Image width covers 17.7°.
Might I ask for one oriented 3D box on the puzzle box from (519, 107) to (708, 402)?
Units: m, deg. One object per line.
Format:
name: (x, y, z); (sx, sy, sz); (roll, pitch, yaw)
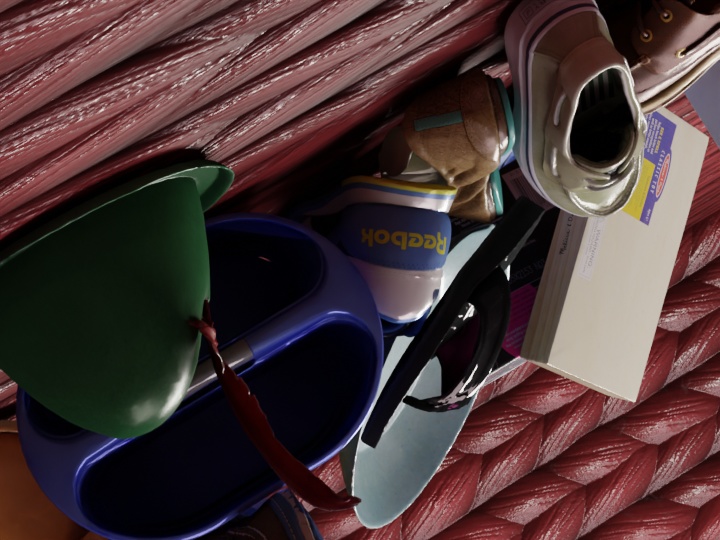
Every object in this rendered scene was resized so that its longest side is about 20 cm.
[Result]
puzzle box: (0.177, -0.019, 1.600); (0.025, 0.201, 0.133); (12, 173, 37)

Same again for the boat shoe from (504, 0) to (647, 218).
boat shoe: (0.118, -0.074, 1.232); (0.072, 0.062, 0.200); (-28, 150, 1)

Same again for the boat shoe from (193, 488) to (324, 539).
boat shoe: (-0.057, 0.164, 1.232); (0.072, 0.073, 0.200); (-29, -179, -13)

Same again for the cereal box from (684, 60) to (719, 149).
cereal box: (0.289, -0.109, 1.446); (0.144, 0.201, 0.039); (-35, 173, 20)

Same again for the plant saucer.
plant saucer: (0.030, 0.059, 1.427); (0.201, 0.039, 0.202); (-53, 156, -36)

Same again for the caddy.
caddy: (-0.085, 0.058, 1.216); (0.199, 0.142, 0.105); (-31, 178, -10)

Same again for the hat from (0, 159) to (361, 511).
hat: (-0.091, 0.063, 1.058); (0.165, 0.177, 0.200); (-33, 173, 11)

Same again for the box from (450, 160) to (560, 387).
box: (0.069, 0.015, 1.628); (0.200, 0.133, 0.115); (-25, 172, -47)

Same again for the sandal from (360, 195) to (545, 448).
sandal: (0.065, 0.032, 1.333); (0.201, 0.048, 0.075); (-52, 174, -38)

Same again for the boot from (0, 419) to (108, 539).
boot: (-0.189, 0.162, 1.412); (0.199, 0.155, 0.074); (-28, 172, -32)

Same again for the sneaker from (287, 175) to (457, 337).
sneaker: (0.000, 0.000, 1.308); (0.073, 0.083, 0.200); (3, 171, -11)

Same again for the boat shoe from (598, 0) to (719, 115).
boat shoe: (0.173, -0.145, 1.289); (0.199, 0.072, 0.068); (-26, 142, 12)

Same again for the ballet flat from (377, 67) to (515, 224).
ballet flat: (0.046, -0.064, 1.300); (0.072, 0.068, 0.200); (-12, 172, 0)

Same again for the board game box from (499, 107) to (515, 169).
board game box: (0.120, -0.104, 1.451); (0.103, 0.019, 0.200); (-32, 175, -32)
